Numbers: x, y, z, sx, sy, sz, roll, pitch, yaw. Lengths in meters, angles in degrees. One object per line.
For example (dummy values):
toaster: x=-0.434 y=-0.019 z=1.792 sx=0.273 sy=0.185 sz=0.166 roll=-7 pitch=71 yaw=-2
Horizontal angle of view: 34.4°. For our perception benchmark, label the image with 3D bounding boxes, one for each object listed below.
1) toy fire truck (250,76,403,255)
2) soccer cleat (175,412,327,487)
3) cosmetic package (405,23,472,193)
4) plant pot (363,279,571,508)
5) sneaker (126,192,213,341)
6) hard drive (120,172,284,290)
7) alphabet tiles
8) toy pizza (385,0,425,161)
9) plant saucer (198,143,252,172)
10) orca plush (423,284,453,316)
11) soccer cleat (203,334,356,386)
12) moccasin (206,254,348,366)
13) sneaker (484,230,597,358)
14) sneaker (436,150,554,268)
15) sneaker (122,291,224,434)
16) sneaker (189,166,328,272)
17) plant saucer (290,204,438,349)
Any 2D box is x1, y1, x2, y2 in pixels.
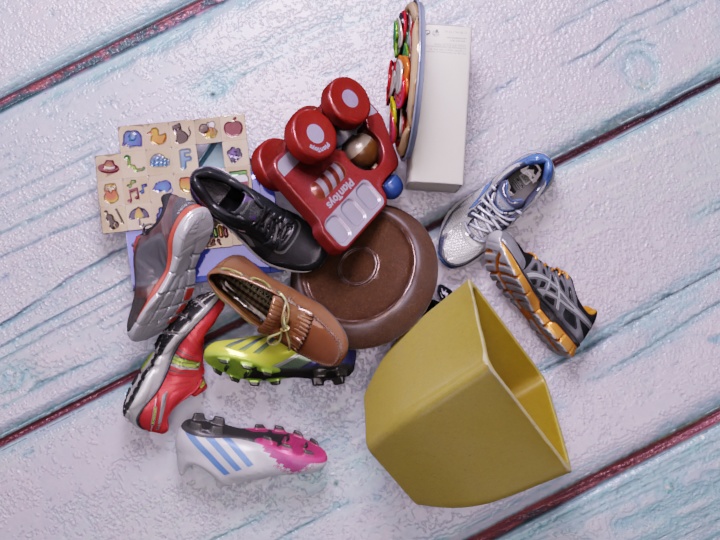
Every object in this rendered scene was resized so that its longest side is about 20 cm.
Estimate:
toy fire truck: x=-0.028 y=-0.134 z=1.471 sx=0.168 sy=0.112 sz=0.200 roll=49 pitch=51 yaw=-9
soccer cleat: x=-0.143 y=0.245 z=1.507 sx=0.197 sy=0.070 sz=0.087 roll=12 pitch=104 yaw=1
cosmetic package: x=0.100 y=-0.207 z=1.504 sx=0.072 sy=0.104 sz=0.203 roll=4 pitch=87 yaw=-1
plant pot: x=0.114 y=0.175 z=1.432 sx=0.199 sy=0.196 sz=0.195 roll=-33 pitch=115 yaw=15
sneaker: x=-0.254 y=-0.007 z=1.466 sx=0.082 sy=0.077 sz=0.202 roll=34 pitch=106 yaw=24
hard drive: x=-0.204 y=-0.052 z=1.510 sx=0.197 sy=0.025 sz=0.134 roll=-8 pitch=89 yaw=-3
alphabet tiles: x=-0.238 y=-0.108 z=1.493 sx=0.197 sy=0.008 sz=0.169 roll=-6 pitch=89 yaw=-3
toy pizza: x=0.052 y=-0.238 z=1.453 sx=0.031 sy=0.200 sz=0.203 roll=4 pitch=88 yaw=-5
plant saucer: x=-0.217 y=-0.078 z=1.532 sx=0.070 sy=0.019 sz=0.201 roll=34 pitch=88 yaw=-1
orca plush: x=0.074 y=0.048 z=1.510 sx=0.105 sy=0.071 sz=0.201 roll=-36 pitch=89 yaw=-3
soccer cleat: x=-0.103 y=0.102 z=1.505 sx=0.197 sy=0.065 sz=0.085 roll=3 pitch=65 yaw=-10
moccasin: x=-0.103 y=0.053 z=1.442 sx=0.201 sy=0.078 sz=0.074 roll=40 pitch=117 yaw=8
sneaker: x=0.233 y=0.020 z=1.508 sx=0.077 sy=0.078 sz=0.201 roll=-43 pitch=112 yaw=-10
sneaker: x=0.175 y=-0.085 z=1.511 sx=0.077 sy=0.085 sz=0.200 roll=43 pitch=88 yaw=0
sneaker: x=-0.229 y=0.120 z=1.509 sx=0.085 sy=0.077 sz=0.201 roll=34 pitch=88 yaw=-21
sneaker: x=-0.131 y=-0.060 z=1.450 sx=0.199 sy=0.088 sz=0.076 roll=31 pitch=87 yaw=-2
plant saucer: x=0.000 y=0.000 z=1.487 sx=0.198 sy=0.035 sz=0.203 roll=-5 pitch=68 yaw=13
